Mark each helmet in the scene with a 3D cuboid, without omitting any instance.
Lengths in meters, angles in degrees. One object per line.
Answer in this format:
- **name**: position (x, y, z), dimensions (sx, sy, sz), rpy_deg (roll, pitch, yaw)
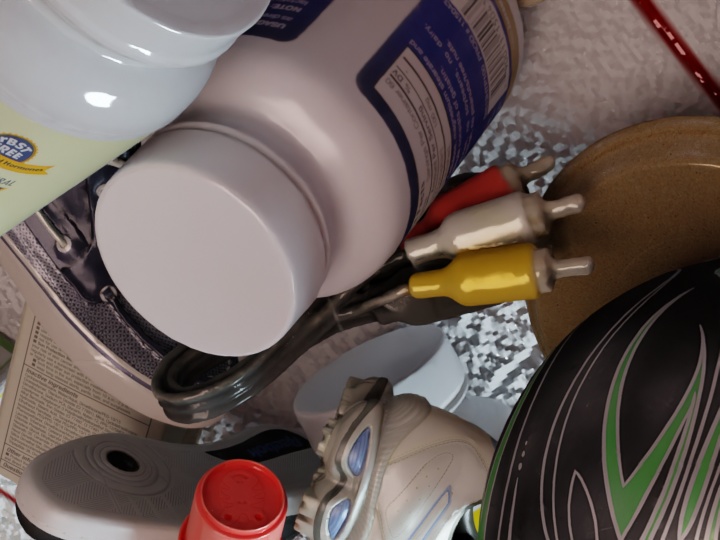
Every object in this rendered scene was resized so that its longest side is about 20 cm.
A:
- **helmet**: position (0.137, 0.102, 0.744), dimensions (0.199, 0.191, 0.201), rpy_deg (14, 124, 22)

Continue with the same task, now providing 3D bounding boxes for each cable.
- **cable**: position (0.000, 0.000, 0.822), dimensions (0.199, 0.097, 0.050), rpy_deg (-16, 131, 2)

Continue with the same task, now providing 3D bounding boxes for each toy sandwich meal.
- **toy sandwich meal**: position (0.171, 0.008, 0.839), dimensions (0.204, 0.070, 0.206), rpy_deg (14, 124, 22)

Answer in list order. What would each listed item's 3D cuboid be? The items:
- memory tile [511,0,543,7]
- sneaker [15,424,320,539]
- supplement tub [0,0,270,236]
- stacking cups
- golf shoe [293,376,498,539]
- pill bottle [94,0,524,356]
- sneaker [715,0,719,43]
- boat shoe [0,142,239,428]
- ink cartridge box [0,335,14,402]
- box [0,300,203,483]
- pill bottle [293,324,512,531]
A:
- **memory tile**: position (0.033, -0.218, 0.807), dimensions (0.200, 0.017, 0.154), rpy_deg (36, 124, 3)
- **sneaker**: position (-0.099, 0.141, 0.933), dimensions (0.073, 0.200, 0.112), rpy_deg (43, 116, 32)
- **supplement tub**: position (-0.142, -0.094, 0.706), dimensions (0.200, 0.145, 0.145), rpy_deg (-29, 102, 35)
- **stacking cups**: position (-0.069, 0.154, 0.877), dimensions (0.060, 0.061, 0.200), rpy_deg (25, 137, 10)
- **golf shoe**: position (0.011, 0.148, 0.843), dimensions (0.097, 0.078, 0.201), rpy_deg (18, 120, 3)
- **pill bottle**: position (-0.021, -0.060, 0.792), dimensions (0.119, 0.200, 0.120), rpy_deg (17, 132, 20)
- **sneaker**: position (0.166, -0.144, 0.733), dimensions (0.078, 0.099, 0.201), rpy_deg (-13, 114, 12)
- **boat shoe**: position (-0.110, -0.024, 0.840), dimensions (0.200, 0.075, 0.093), rpy_deg (46, 128, -5)
- **ink cartridge box**: position (-0.265, 0.124, 1.062), dimensions (0.059, 0.104, 0.200), rpy_deg (32, 124, 6)
- **box**: position (-0.116, 0.026, 0.962), dimensions (0.095, 0.078, 0.201), rpy_deg (27, 123, 8)
- **pill bottle**: position (0.047, 0.132, 0.927), dimensions (0.111, 0.111, 0.201), rpy_deg (-19, 107, 30)
